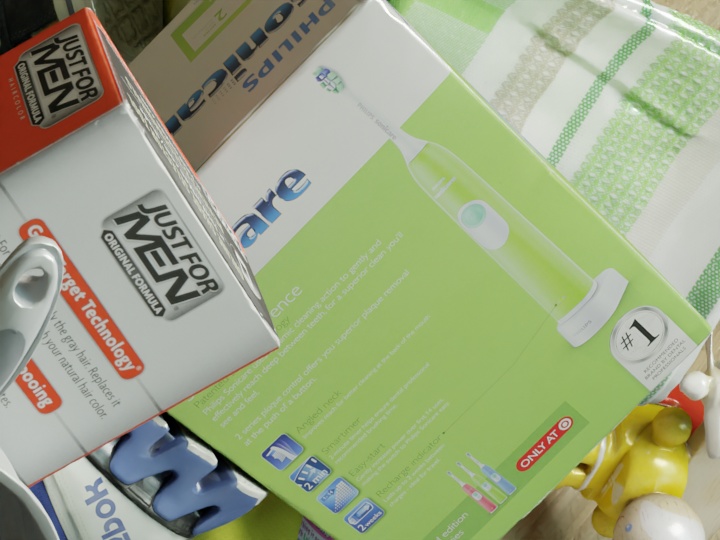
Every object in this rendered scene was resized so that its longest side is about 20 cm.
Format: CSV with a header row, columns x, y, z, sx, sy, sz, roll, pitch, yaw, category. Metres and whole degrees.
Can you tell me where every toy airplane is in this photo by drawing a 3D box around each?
x,y,z,sx,sy,sz,roll,pitch,yaw,category
0.164,0.109,1.216,0.141,0.199,0.200,-73,146,-52,toy airplane

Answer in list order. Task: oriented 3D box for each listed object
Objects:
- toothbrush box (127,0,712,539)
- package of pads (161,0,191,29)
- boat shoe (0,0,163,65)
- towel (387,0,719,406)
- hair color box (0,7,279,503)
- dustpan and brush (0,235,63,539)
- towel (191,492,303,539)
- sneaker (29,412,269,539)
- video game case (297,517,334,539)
x,y,z,sx,sy,sz,roll,pitch,yaw,category
0.000,0.000,0.831,0.200,0.146,0.086,40,7,-37,toothbrush box
-0.043,-0.147,0.923,0.200,0.068,0.155,140,-49,-72,package of pads
-0.116,-0.154,0.911,0.075,0.062,0.200,29,47,-50,boat shoe
0.075,-0.037,0.907,0.200,0.031,0.149,23,105,-31,towel
-0.136,0.022,0.701,0.102,0.200,0.061,60,3,-37,hair color box
-0.126,0.059,0.652,0.139,0.200,0.057,15,28,-27,dustpan and brush
-0.056,0.126,0.963,0.086,0.018,0.200,58,36,-46,towel
-0.137,0.060,0.795,0.199,0.081,0.115,38,93,-21,sneaker
-0.055,0.134,1.001,0.200,0.024,0.182,52,42,-43,video game case
